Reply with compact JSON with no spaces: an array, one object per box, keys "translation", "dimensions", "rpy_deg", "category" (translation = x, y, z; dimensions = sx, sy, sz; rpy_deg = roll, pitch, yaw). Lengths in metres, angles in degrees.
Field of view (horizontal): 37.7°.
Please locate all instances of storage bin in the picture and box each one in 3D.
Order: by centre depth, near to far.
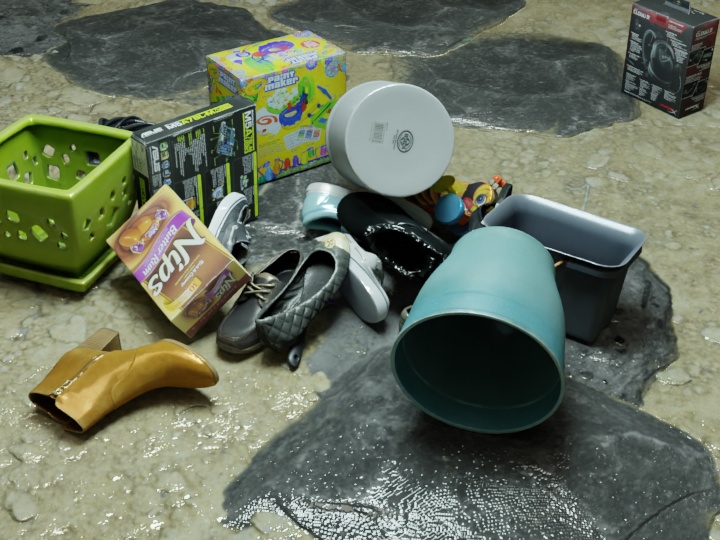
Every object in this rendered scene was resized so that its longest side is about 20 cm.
[{"translation":[0.260,0.005,1.408],"dimensions":[0.199,0.135,0.145],"rpy_deg":[19,35,27],"category":"storage bin"}]

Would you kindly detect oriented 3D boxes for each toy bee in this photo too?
[{"translation":[0.168,-0.102,1.592],"dimensions":[0.200,0.109,0.131],"rpy_deg":[35,0,15],"category":"toy bee"}]

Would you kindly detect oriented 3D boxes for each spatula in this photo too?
[{"translation":[-0.069,0.059,1.417],"dimensions":[0.020,0.057,0.201],"rpy_deg":[-21,32,31],"category":"spatula"}]

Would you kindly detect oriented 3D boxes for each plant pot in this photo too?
[{"translation":[0.152,0.056,1.252],"dimensions":[0.199,0.201,0.188],"rpy_deg":[9,45,12],"category":"plant pot"},{"translation":[-0.430,-0.091,1.500],"dimensions":[0.198,0.182,0.200],"rpy_deg":[11,36,16],"category":"plant pot"}]

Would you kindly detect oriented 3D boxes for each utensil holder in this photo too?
[{"translation":[0.043,-0.194,1.550],"dimensions":[0.169,0.171,0.200],"rpy_deg":[-5,10,-8],"category":"utensil holder"}]

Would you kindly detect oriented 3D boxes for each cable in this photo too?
[{"translation":[-0.386,-0.214,1.795],"dimensions":[0.162,0.051,0.200],"rpy_deg":[3,34,4],"category":"cable"}]

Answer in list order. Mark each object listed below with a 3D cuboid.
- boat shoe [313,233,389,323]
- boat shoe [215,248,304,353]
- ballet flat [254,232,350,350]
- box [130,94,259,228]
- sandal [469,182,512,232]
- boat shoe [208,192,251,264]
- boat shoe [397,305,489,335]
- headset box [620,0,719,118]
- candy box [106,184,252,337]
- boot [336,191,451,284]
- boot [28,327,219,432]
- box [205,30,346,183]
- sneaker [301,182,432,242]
[{"translation":[0.000,0.000,1.469],"dimensions":[0.065,0.074,0.200],"rpy_deg":[-19,40,-19],"category":"boat shoe"},{"translation":[-0.134,0.034,1.417],"dimensions":[0.074,0.074,0.200],"rpy_deg":[13,36,19],"category":"boat shoe"},{"translation":[-0.070,0.020,1.381],"dimensions":[0.066,0.057,0.200],"rpy_deg":[12,52,29],"category":"ballet flat"},{"translation":[-0.238,-0.136,1.553],"dimensions":[0.193,0.201,0.047],"rpy_deg":[-29,46,-35],"category":"box"},{"translation":[0.168,-0.044,1.476],"dimensions":[0.048,0.075,0.201],"rpy_deg":[18,65,14],"category":"sandal"},{"translation":[-0.188,-0.036,1.520],"dimensions":[0.067,0.072,0.200],"rpy_deg":[13,42,7],"category":"boat shoe"},{"translation":[0.148,0.073,1.376],"dimensions":[0.200,0.061,0.072],"rpy_deg":[-3,35,-6],"category":"boat shoe"},{"translation":[0.573,-0.407,1.957],"dimensions":[0.077,0.201,0.149],"rpy_deg":[-22,39,-28],"category":"headset box"},{"translation":[-0.248,-0.016,1.427],"dimensions":[0.117,0.056,0.200],"rpy_deg":[-44,53,-3],"category":"candy box"},{"translation":[0.039,-0.047,1.462],"dimensions":[0.198,0.074,0.162],"rpy_deg":[31,11,10],"category":"boot"},{"translation":[-0.286,0.145,1.271],"dimensions":[0.200,0.071,0.144],"rpy_deg":[13,42,23],"category":"boot"},{"translation":[-0.136,-0.272,1.757],"dimensions":[0.199,0.194,0.122],"rpy_deg":[-21,39,-29],"category":"box"},{"translation":[0.006,-0.068,1.591],"dimensions":[0.199,0.074,0.082],"rpy_deg":[12,65,8],"category":"sneaker"}]
